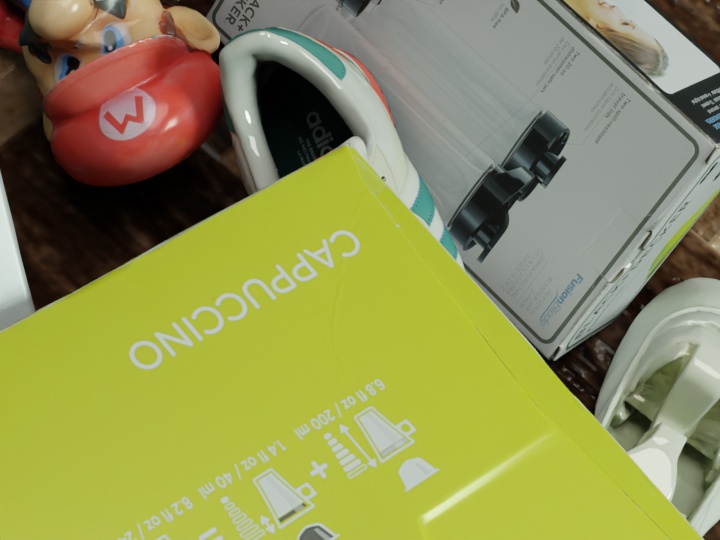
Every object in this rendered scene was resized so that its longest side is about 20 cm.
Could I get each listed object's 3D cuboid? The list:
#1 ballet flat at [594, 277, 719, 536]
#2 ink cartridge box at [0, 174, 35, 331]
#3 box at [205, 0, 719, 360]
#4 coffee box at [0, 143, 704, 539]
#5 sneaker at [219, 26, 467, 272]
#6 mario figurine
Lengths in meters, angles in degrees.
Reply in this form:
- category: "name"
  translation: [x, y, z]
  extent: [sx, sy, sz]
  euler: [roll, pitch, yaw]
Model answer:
- category: "ballet flat"
  translation: [0.114, 0.066, 0.843]
  extent: [0.069, 0.070, 0.200]
  euler: [32, 54, 5]
- category: "ink cartridge box"
  translation: [-0.218, -0.026, 0.649]
  extent: [0.199, 0.144, 0.146]
  euler: [-16, 95, -29]
- category: "box"
  translation: [0.047, -0.077, 0.881]
  extent: [0.200, 0.117, 0.060]
  euler: [44, 33, 15]
- category: "coffee box"
  translation: [-0.037, 0.122, 0.679]
  extent: [0.199, 0.198, 0.200]
  euler: [-30, 70, -31]
- category: "sneaker"
  translation: [0.000, -0.001, 0.814]
  extent: [0.070, 0.093, 0.200]
  euler: [-28, 74, 11]
- category: "mario figurine"
  translation: [-0.112, -0.122, 0.869]
  extent: [0.106, 0.124, 0.201]
  euler: [-2, 53, -32]
